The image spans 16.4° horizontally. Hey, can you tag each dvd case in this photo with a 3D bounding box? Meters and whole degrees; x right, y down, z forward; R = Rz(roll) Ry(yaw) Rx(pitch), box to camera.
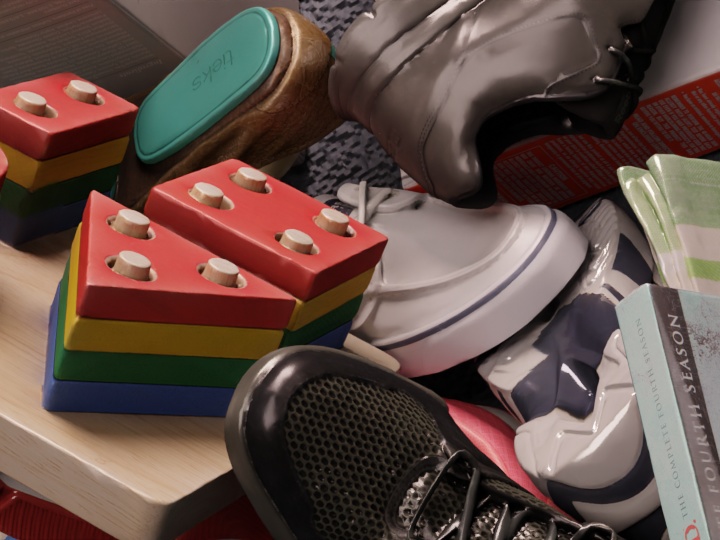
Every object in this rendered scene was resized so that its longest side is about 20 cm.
[{"bbox_3d":[0.177,0.084,0.810,0.022,0.199,0.147,-41,50,45],"label":"dvd case"}]

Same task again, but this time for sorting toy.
[{"bbox_3d":[-0.100,-0.004,0.876,0.199,0.199,0.070,28,110,16],"label":"sorting toy"}]

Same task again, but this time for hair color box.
[{"bbox_3d":[0.109,-0.101,0.999,0.199,0.064,0.111,-20,61,21],"label":"hair color box"}]

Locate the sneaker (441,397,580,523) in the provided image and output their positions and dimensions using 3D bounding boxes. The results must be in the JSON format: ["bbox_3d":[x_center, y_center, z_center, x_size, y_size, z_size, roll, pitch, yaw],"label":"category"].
[{"bbox_3d":[0.064,0.122,0.919,0.074,0.087,0.200,-44,56,8],"label":"sneaker"}]

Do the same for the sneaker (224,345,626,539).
[{"bbox_3d":[0.050,0.092,0.797,0.076,0.199,0.114,-52,18,-25],"label":"sneaker"}]

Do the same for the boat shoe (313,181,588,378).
[{"bbox_3d":[0.000,0.000,0.976,0.200,0.065,0.074,-16,33,45],"label":"boat shoe"}]

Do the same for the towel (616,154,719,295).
[{"bbox_3d":[0.169,0.056,0.857,0.023,0.152,0.201,-42,51,43],"label":"towel"}]

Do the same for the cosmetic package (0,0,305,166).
[{"bbox_3d":[-0.104,-0.119,1.046,0.090,0.200,0.107,-14,60,22],"label":"cosmetic package"}]

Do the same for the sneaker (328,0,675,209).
[{"bbox_3d":[0.087,-0.100,0.932,0.200,0.076,0.091,-41,65,6],"label":"sneaker"}]

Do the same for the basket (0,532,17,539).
[{"bbox_3d":[-0.098,0.165,0.941,0.200,0.176,0.139,30,85,46],"label":"basket"}]

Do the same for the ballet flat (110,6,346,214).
[{"bbox_3d":[-0.079,-0.043,1.013,0.200,0.072,0.068,-29,51,32],"label":"ballet flat"}]

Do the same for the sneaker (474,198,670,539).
[{"bbox_3d":[0.116,0.059,0.926,0.079,0.130,0.199,-43,18,9],"label":"sneaker"}]

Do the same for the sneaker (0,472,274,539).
[{"bbox_3d":[-0.047,0.072,0.921,0.078,0.200,0.116,-52,17,25],"label":"sneaker"}]
